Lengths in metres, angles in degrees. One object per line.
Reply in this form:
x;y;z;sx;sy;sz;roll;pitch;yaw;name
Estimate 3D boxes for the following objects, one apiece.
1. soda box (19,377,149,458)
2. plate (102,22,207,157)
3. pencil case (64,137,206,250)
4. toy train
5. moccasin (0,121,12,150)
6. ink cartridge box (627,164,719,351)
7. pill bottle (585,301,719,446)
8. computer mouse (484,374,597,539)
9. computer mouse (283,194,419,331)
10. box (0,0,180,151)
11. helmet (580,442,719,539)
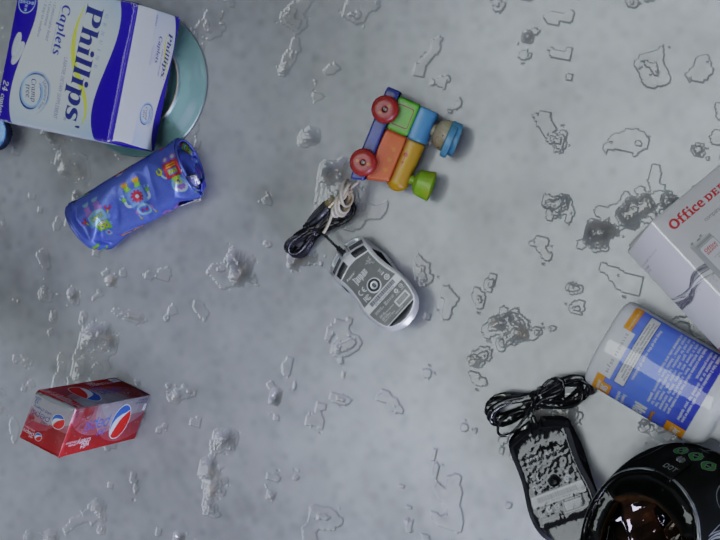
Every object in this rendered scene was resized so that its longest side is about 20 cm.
-0.356;0.189;1.721;0.063;0.200;0.070;23;97;18;soda box
-0.303;-0.256;1.794;0.199;0.026;0.202;0;89;18;plate
-0.296;-0.097;1.765;0.199;0.078;0.087;-28;99;16;pencil case
0.043;-0.118;1.657;0.115;0.085;0.201;23;97;3;toy train
-0.558;-0.241;1.857;0.200;0.068;0.081;42;95;12;moccasin
0.425;-0.005;1.492;0.146;0.083;0.200;-37;77;-21;ink cartridge box
0.371;0.131;1.527;0.199;0.112;0.113;31;100;16;pill bottle
0.240;0.236;1.607;0.138;0.053;0.201;-18;74;16;computer mouse
0.000;0.000;1.688;0.110;0.044;0.200;-46;72;8;computer mouse
-0.361;-0.267;1.741;0.199;0.105;0.185;12;92;25;box
0.360;0.295;1.489;0.199;0.190;0.202;-5;83;41;helmet
